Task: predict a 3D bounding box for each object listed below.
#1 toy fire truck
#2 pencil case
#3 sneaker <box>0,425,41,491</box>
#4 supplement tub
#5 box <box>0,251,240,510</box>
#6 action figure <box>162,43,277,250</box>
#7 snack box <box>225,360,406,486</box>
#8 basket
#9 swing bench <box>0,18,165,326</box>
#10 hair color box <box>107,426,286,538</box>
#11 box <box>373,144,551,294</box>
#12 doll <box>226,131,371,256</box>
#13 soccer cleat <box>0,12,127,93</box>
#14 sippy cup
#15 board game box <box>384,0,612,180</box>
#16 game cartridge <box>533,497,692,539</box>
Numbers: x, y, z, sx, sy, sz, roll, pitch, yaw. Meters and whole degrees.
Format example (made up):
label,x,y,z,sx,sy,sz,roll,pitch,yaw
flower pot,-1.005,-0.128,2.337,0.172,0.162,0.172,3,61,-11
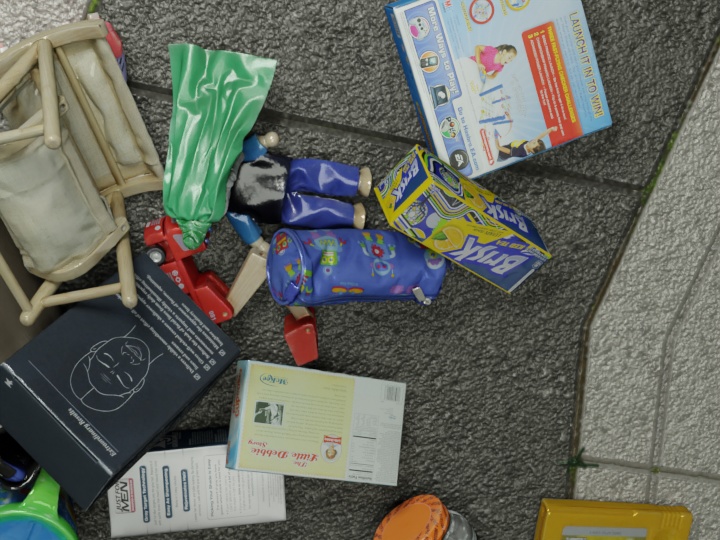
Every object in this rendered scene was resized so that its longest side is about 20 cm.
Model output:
label,x,y,z,sx,sy,sz,roll,pitch,yaw
toy fire truck,-0.135,0.019,1.196,0.139,0.049,0.202,-17,114,6
pencil case,0.000,0.000,1.181,0.197,0.088,0.078,1,140,-29
sneaker,-0.379,0.177,1.159,0.197,0.115,0.081,-21,109,18
supplement tub,0.106,0.371,1.314,0.122,0.123,0.201,-33,108,1
box,-0.245,0.108,1.113,0.148,0.200,0.107,45,139,2
action figure,-0.156,-0.121,1.130,0.116,0.055,0.203,10,85,13
snack box,-0.047,0.171,1.233,0.197,0.037,0.118,11,80,-25
basket,-0.394,-0.009,1.116,0.178,0.137,0.202,-19,114,15
swing bench,-0.282,-0.094,1.055,0.128,0.202,0.201,-9,130,11
hair color box,-0.185,0.235,1.256,0.197,0.061,0.102,-4,103,-9
box,0.112,-0.051,1.181,0.199,0.065,0.070,27,120,-38
doll,-0.092,-0.081,1.188,0.197,0.049,0.138,7,111,-11
soccer cleat,-0.332,-0.193,1.109,0.197,0.067,0.077,-20,113,-6
sippy cup,-0.364,0.290,1.206,0.176,0.130,0.141,-32,110,1
board game box,0.148,-0.218,1.185,0.193,0.056,0.203,-20,108,-4
game cartridge,0.307,0.376,1.398,0.197,0.032,0.179,5,105,-10
